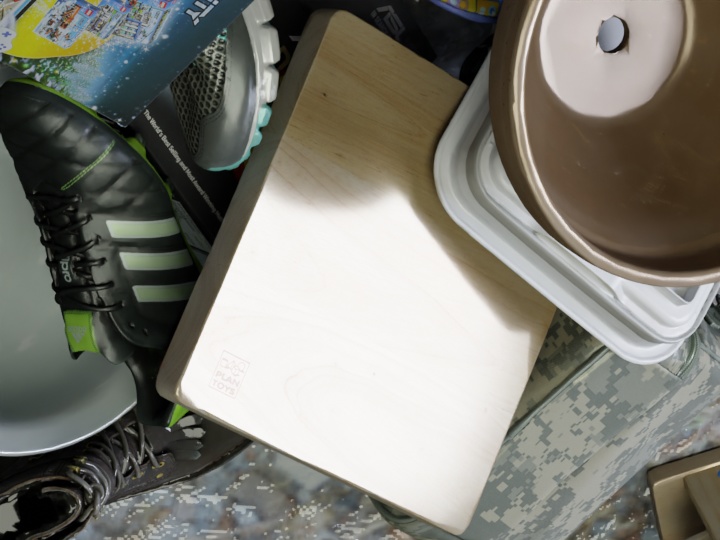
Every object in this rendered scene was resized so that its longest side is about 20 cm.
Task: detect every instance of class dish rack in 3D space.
[{"bbox_3d":[0.141,-0.072,1.413,0.172,0.044,0.200,39,68,-22],"label":"dish rack"}]

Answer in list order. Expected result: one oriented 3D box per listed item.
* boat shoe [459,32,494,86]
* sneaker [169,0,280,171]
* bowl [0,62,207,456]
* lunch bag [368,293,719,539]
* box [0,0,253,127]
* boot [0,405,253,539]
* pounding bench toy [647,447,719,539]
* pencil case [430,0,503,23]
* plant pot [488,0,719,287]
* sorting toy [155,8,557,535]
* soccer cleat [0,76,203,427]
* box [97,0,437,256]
[{"bbox_3d":[0.136,-0.117,1.480,0.199,0.066,0.075,-24,99,-30],"label":"boat shoe"},{"bbox_3d":[-0.095,-0.140,1.308,0.091,0.078,0.200,-14,102,-25],"label":"sneaker"},{"bbox_3d":[-0.181,-0.014,1.432,0.201,0.090,0.201,-9,106,-35],"label":"bowl"},{"bbox_3d":[0.098,0.065,1.541,0.200,0.139,0.168,-43,139,14],"label":"lunch bag"},{"bbox_3d":[-0.089,-0.161,1.204,0.137,0.038,0.200,27,121,-40],"label":"box"},{"bbox_3d":[-0.132,0.104,1.480,0.200,0.174,0.069,-27,95,5],"label":"boot"},{"bbox_3d":[0.289,0.177,1.642,0.200,0.156,0.124,-17,123,-4],"label":"pounding bench toy"},{"bbox_3d":[0.071,-0.220,1.396,0.087,0.078,0.200,-5,126,-44],"label":"pencil case"},{"bbox_3d":[0.136,-0.100,1.318,0.201,0.093,0.201,-8,108,-25],"label":"plant pot"},{"bbox_3d":[0.000,0.000,1.404,0.200,0.070,0.199,29,80,-38],"label":"sorting toy"},{"bbox_3d":[-0.121,-0.006,1.377,0.081,0.067,0.200,-55,131,-28],"label":"soccer cleat"},{"bbox_3d":[-0.071,-0.128,1.398,0.158,0.050,0.200,-45,124,-17],"label":"box"}]
